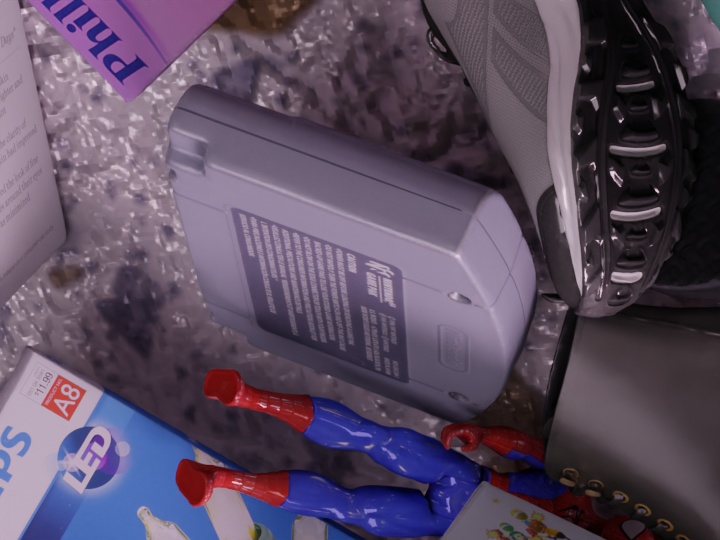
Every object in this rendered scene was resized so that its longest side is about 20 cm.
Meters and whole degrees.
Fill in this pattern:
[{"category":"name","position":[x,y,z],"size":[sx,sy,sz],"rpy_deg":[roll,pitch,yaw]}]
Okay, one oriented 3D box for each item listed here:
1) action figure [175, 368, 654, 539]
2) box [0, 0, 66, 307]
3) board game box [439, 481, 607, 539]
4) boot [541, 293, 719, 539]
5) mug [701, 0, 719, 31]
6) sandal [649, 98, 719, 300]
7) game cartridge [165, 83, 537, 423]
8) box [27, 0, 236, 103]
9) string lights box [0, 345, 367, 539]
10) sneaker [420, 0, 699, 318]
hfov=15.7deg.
[{"category":"action figure","position":[0.030,0.088,1.033],"size":[0.199,0.052,0.066],"rpy_deg":[15,92,-25]},{"category":"box","position":[-0.208,-0.071,1.016],"size":[0.106,0.152,0.201],"rpy_deg":[-1,114,20]},{"category":"board game box","position":[0.104,0.188,0.957],"size":[0.199,0.064,0.148],"rpy_deg":[24,120,12]},{"category":"boot","position":[0.125,0.103,0.982],"size":[0.138,0.077,0.201],"rpy_deg":[6,97,-3]},{"category":"mug","position":[0.166,-0.118,0.850],"size":[0.185,0.114,0.153],"rpy_deg":[-19,87,24]},{"category":"sandal","position":[0.159,-0.015,0.928],"size":[0.048,0.076,0.200],"rpy_deg":[34,166,-38]},{"category":"game cartridge","position":[0.000,0.000,0.980],"size":[0.133,0.041,0.200],"rpy_deg":[24,163,10]},{"category":"box","position":[-0.068,-0.197,0.934],"size":[0.176,0.097,0.200],"rpy_deg":[46,122,-6]},{"category":"string lights box","position":[-0.074,0.124,1.056],"size":[0.200,0.059,0.103],"rpy_deg":[31,86,-10]},{"category":"sneaker","position":[0.065,-0.080,0.941],"size":[0.079,0.074,0.201],"rpy_deg":[-18,81,40]}]
